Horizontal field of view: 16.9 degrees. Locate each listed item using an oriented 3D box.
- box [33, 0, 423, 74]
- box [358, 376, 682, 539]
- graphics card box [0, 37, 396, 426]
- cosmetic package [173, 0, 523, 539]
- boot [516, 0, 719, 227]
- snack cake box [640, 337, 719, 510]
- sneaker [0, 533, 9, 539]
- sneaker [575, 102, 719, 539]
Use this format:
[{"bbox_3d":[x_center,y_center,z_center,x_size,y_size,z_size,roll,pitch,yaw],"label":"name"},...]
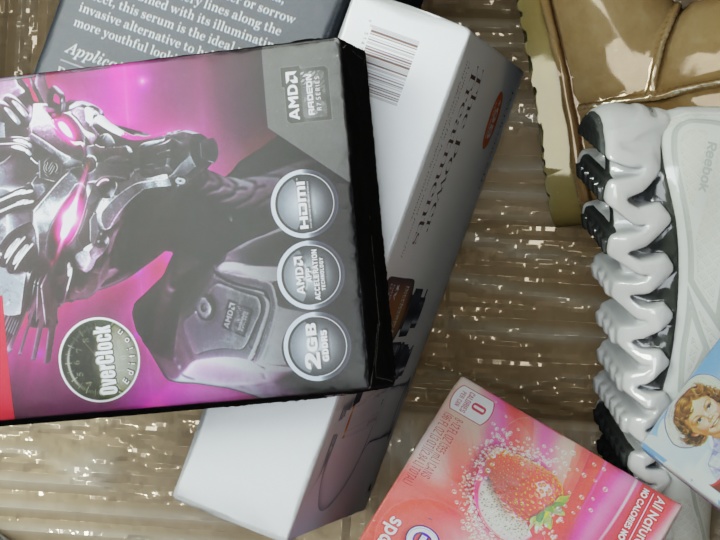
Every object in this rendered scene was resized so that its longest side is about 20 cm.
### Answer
[{"bbox_3d":[-0.055,-0.074,0.964,0.107,0.148,0.200,21,93,10],"label":"box"},{"bbox_3d":[0.026,0.155,0.893,0.103,0.095,0.200,30,55,7],"label":"box"},{"bbox_3d":[-0.092,-0.010,0.869,0.200,0.051,0.126,-5,87,11],"label":"graphics card box"},{"bbox_3d":[0.000,0.000,0.951,0.052,0.151,0.200,20,93,9],"label":"cosmetic package"},{"bbox_3d":[0.165,-0.108,0.969,0.200,0.066,0.175,-8,100,11],"label":"boot"},{"bbox_3d":[0.210,0.022,0.876,0.115,0.067,0.200,37,92,34],"label":"snack cake box"},{"bbox_3d":[-0.156,0.173,0.967,0.074,0.200,0.082,32,98,-18],"label":"sneaker"},{"bbox_3d":[0.132,0.030,0.949,0.081,0.075,0.200,-7,111,-6],"label":"sneaker"}]
